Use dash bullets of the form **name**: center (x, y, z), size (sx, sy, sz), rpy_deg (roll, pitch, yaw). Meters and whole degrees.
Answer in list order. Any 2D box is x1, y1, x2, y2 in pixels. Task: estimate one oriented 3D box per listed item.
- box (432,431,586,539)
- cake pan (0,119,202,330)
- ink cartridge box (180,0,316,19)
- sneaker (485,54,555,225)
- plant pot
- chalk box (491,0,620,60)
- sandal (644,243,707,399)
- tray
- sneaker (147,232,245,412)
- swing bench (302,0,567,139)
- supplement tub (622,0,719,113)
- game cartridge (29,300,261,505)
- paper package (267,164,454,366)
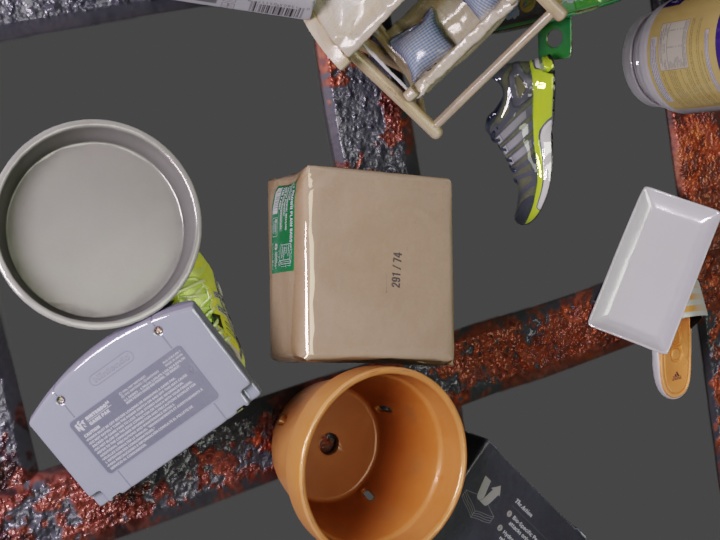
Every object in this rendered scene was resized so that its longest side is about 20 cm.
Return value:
- **box**: center (0.118, 0.317, 1.344), size (0.197, 0.117, 0.201), rpy_deg (45, 72, -24)
- **cake pan**: center (-0.253, -0.043, 1.132), size (0.198, 0.037, 0.203), rpy_deg (2, 82, -17)
- **ink cartridge box**: center (-0.121, -0.364, 1.199), size (0.161, 0.057, 0.202), rpy_deg (6, 69, -13)
- **sneaker**: center (0.187, -0.153, 1.391), size (0.080, 0.074, 0.202), rpy_deg (2, 106, 9)
- **plant pot**: center (-0.007, 0.196, 1.254), size (0.198, 0.140, 0.202), rpy_deg (-1, 93, -30)
- **chalk box**: center (0.214, -0.345, 1.360), size (0.123, 0.124, 0.202), rpy_deg (-21, 104, -27)
- **sandal**: center (0.419, 0.066, 1.535), size (0.079, 0.059, 0.209), rpy_deg (-11, 98, -28)
- **tray**: center (0.374, 0.000, 1.501), size (0.201, 0.107, 0.022), rpy_deg (-65, 160, -11)
- **sneaker**: center (-0.157, 0.054, 1.197), size (0.075, 0.076, 0.202), rpy_deg (-28, 105, -23)
- **swing bench**: center (0.068, -0.283, 1.223), size (0.199, 0.130, 0.199), rpy_deg (32, 121, -28)
- **supplement tub**: center (0.433, -0.268, 1.444), size (0.144, 0.199, 0.147), rpy_deg (-2, 94, -30)
- **game cartridge**: center (-0.213, 0.123, 1.146), size (0.199, 0.041, 0.134), rpy_deg (-34, 108, 4)
- **paper package**: center (0.000, 0.000, 1.254), size (0.189, 0.103, 0.202), rpy_deg (3, 84, -30)
